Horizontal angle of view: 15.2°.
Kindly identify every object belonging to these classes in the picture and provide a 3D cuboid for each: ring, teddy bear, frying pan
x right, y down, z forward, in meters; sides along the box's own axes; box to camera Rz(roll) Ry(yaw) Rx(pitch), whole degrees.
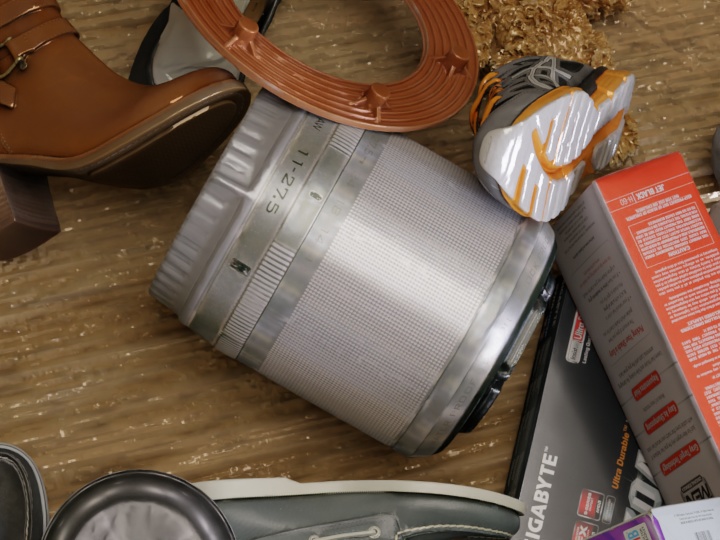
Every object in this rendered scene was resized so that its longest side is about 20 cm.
[{"bbox_3d":[-0.019,-0.157,1.555,0.200,0.019,0.201,21,39,-18],"label":"ring"},{"bbox_3d":[0.108,-0.151,1.664,0.145,0.067,0.200,2,73,-14],"label":"teddy bear"},{"bbox_3d":[-0.107,0.200,1.487,0.115,0.031,0.190,-25,79,-5],"label":"frying pan"}]

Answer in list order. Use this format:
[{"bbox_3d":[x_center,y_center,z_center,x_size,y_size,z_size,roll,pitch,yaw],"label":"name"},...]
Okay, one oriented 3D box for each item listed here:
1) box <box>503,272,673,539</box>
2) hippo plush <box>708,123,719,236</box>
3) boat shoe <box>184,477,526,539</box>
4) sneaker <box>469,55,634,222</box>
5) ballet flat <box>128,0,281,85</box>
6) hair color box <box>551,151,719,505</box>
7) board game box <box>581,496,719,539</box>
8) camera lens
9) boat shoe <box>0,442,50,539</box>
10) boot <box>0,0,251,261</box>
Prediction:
[{"bbox_3d":[0.173,0.112,1.604,0.159,0.046,0.200,18,69,-7],"label":"box"},{"bbox_3d":[0.288,-0.074,1.619,0.200,0.160,0.161,-16,38,2],"label":"hippo plush"},{"bbox_3d":[-0.006,0.152,1.535,0.199,0.073,0.062,1,77,-2],"label":"boat shoe"},{"bbox_3d":[0.095,-0.082,1.538,0.077,0.200,0.078,21,106,15],"label":"sneaker"},{"bbox_3d":[-0.087,-0.151,1.619,0.068,0.068,0.200,25,69,-4],"label":"ballet flat"},{"bbox_3d":[0.184,0.044,1.549,0.061,0.102,0.200,-19,79,-19],"label":"hair color box"},{"bbox_3d":[0.116,0.209,1.471,0.105,0.200,0.103,0,67,-57],"label":"board game box"},{"bbox_3d":[0.000,0.000,1.541,0.200,0.160,0.160,30,69,-2],"label":"camera lens"},{"bbox_3d":[-0.212,0.188,1.488,0.068,0.057,0.200,13,70,-8],"label":"boat shoe"},{"bbox_3d":[-0.168,-0.113,1.546,0.200,0.074,0.155,-25,69,17],"label":"boot"}]
